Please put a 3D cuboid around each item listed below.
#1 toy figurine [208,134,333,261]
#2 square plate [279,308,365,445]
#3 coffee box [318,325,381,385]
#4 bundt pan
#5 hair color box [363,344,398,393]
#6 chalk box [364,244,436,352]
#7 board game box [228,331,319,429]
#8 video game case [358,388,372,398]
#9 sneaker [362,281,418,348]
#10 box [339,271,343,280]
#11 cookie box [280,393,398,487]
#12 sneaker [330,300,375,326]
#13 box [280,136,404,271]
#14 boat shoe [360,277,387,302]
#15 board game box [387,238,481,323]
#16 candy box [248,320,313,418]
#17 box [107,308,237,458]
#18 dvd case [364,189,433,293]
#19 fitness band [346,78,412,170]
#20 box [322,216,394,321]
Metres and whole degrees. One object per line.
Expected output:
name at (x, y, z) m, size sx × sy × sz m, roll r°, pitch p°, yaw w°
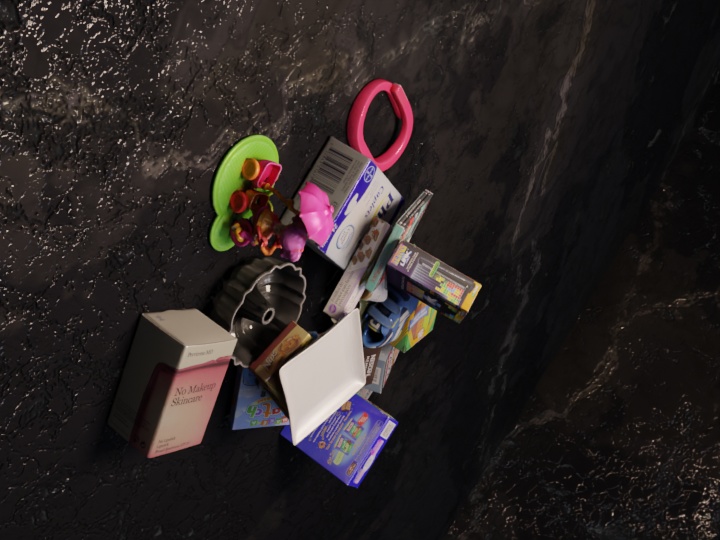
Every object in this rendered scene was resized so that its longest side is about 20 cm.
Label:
toy figurine at (-0.129, -0.084, 1.339) m, size 0.149 × 0.182 × 0.203 m, roll 4°, pitch 113°, yaw -60°
square plate at (-0.070, 0.190, 1.548) m, size 0.197 × 0.028 × 0.203 m, roll -36°, pitch 138°, yaw -31°
coffee box at (-0.060, 0.194, 1.780) m, size 0.197 × 0.080 × 0.115 m, roll -12°, pitch 127°, yaw -38°
bundt pan at (-0.187, 0.064, 1.493) m, size 0.201 × 0.075 × 0.204 m, roll -40°, pitch 146°, yaw -35°
hair color box at (0.055, 0.174, 1.956) m, size 0.201 × 0.059 × 0.100 m, roll -62°, pitch 163°, yaw -51°
chalk box at (0.095, 0.045, 1.818) m, size 0.124 × 0.123 × 0.203 m, roll -32°, pitch 141°, yaw -43°
board game box at (-0.167, 0.212, 1.639) m, size 0.148 × 0.037 × 0.203 m, roll -1°, pitch 122°, yaw -25°
video game case at (-0.034, 0.306, 2.041) m, size 0.201 × 0.023 × 0.183 m, roll -55°, pitch 152°, yaw -11°
sneaker at (0.058, 0.083, 1.714) m, size 0.082 × 0.074 × 0.202 m, roll -23°, pitch 144°, yaw -41°
box at (0.005, 0.037, 1.836) m, size 0.136 × 0.040 × 0.203 m, roll -29°, pitch 138°, yaw -44°
cookie box at (-0.047, 0.343, 1.860) m, size 0.173 × 0.198 × 0.075 m, roll -56°, pitch 153°, yaw -6°
sneaker at (0.005, 0.038, 1.723) m, size 0.202 × 0.067 × 0.090 m, roll -60°, pitch 155°, yaw 7°
box at (-0.028, -0.110, 1.573) m, size 0.186 × 0.104 × 0.200 m, roll -59°, pitch 153°, yaw -3°
boat shoe at (0.025, -0.033, 1.687) m, size 0.069 × 0.070 × 0.204 m, roll 17°, pitch 66°, yaw -38°
board game box at (0.130, 0.024, 1.552) m, size 0.057 × 0.163 × 0.200 m, roll -60°, pitch 173°, yaw -8°
candy box at (-0.116, 0.198, 1.570) m, size 0.116 × 0.055 × 0.201 m, roll -47°, pitch 143°, yaw -17°
box at (-0.302, 0.177, 1.369) m, size 0.127 × 0.108 × 0.203 m, roll -3°, pitch 119°, yaw -58°
dvd case at (0.073, -0.057, 1.587) m, size 0.148 × 0.022 × 0.200 m, roll -64°, pitch 171°, yaw 30°
fitness band at (0.037, -0.273, 1.611) m, size 0.145 × 0.037 × 0.200 m, roll -53°, pitch 151°, yaw -9°
box at (0.000, 0.000, 1.571) m, size 0.202 × 0.038 × 0.041 m, roll -60°, pitch 152°, yaw 1°
